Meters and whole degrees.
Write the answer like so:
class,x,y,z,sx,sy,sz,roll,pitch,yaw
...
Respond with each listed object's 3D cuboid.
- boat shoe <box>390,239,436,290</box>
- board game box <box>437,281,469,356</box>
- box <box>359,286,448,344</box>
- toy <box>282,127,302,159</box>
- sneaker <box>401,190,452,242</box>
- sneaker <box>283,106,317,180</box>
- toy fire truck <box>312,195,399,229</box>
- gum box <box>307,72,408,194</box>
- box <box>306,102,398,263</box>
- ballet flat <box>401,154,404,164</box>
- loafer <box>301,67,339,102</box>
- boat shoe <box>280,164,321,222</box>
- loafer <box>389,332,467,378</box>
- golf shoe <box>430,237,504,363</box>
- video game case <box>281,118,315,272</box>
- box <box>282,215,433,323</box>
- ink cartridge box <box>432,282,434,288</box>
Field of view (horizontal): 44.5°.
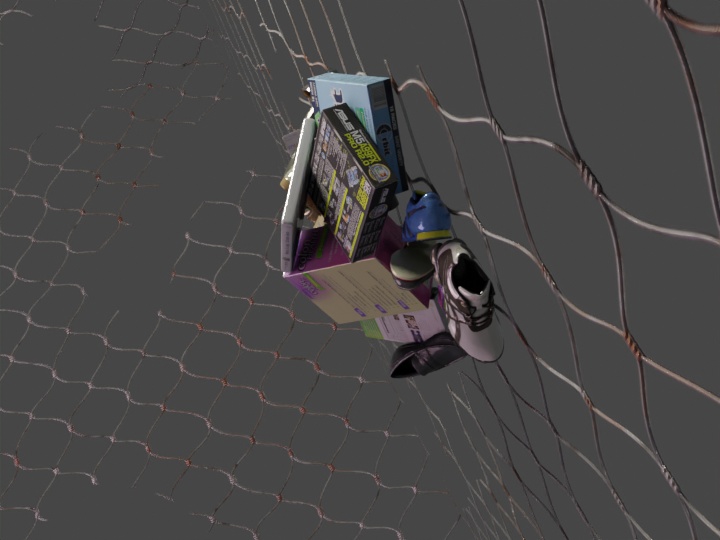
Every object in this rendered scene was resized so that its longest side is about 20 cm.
class,x,y,z,sx,sy,sz,roll,pitch,yaw
boat shoe,0.084,-0.005,1.406,0.200,0.071,0.063,-63,-13,-68
board game box,0.165,0.056,1.465,0.120,0.032,0.200,58,172,23
box,0.078,0.082,1.682,0.199,0.036,0.145,6,138,31
toy,-0.076,-0.220,1.914,0.047,0.115,0.201,-118,4,-65
sneaker,0.099,-0.082,1.344,0.200,0.066,0.079,175,88,-86
sneaker,-0.079,-0.249,1.825,0.114,0.200,0.076,23,-175,28
toy fire truck,-0.043,-0.121,1.660,0.129,0.199,0.176,66,173,-20
gum box,-0.007,-0.214,1.365,0.200,0.044,0.171,27,133,58
box,-0.018,-0.130,1.349,0.161,0.044,0.200,57,155,23
ballet flat,0.015,-0.206,1.468,0.200,0.073,0.073,55,170,42
loafer,-0.036,-0.271,1.591,0.200,0.072,0.073,60,172,24
boat shoe,-0.094,-0.136,1.770,0.200,0.066,0.074,49,179,-41
loafer,0.129,0.166,1.655,0.068,0.071,0.200,43,144,-20
golf shoe,0.160,0.053,1.273,0.201,0.078,0.094,64,173,-13
video game case,-0.105,-0.122,1.475,0.182,0.024,0.201,102,178,-65
box,0.000,0.000,1.551,0.176,0.199,0.097,42,-133,-41
ink cartridge box,0.076,0.012,1.673,0.109,0.050,0.200,12,142,31
